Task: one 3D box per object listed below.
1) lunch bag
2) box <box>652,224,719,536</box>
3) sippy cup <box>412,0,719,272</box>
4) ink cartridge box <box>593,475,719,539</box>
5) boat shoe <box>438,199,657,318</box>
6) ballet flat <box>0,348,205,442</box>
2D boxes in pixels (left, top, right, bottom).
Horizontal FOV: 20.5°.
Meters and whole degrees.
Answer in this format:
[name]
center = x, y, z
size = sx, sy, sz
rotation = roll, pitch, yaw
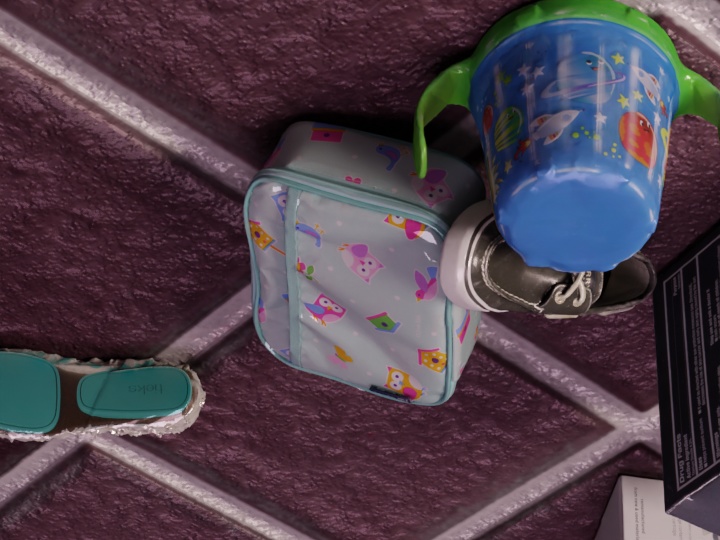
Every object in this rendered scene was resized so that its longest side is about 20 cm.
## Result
[lunch bag]
center = 0.000, 0.000, 1.324
size = 0.160, 0.077, 0.201
rotation = 15, 138, 14
[box]
center = 0.297, 0.050, 1.284
size = 0.123, 0.201, 0.198
rotation = 25, 135, -22
[sippy cup]
center = 0.131, -0.074, 1.210
size = 0.177, 0.131, 0.140
rotation = -23, 131, 28
[ink cartridge box]
center = 0.289, 0.247, 1.590
size = 0.199, 0.084, 0.145
rotation = 8, 139, -3
[boat shoe]
center = 0.125, -0.005, 1.276
size = 0.063, 0.071, 0.200
rotation = 12, -173, 36
[ballet flat]
center = -0.215, 0.100, 1.487
size = 0.199, 0.072, 0.072
rotation = 4, 138, 0
